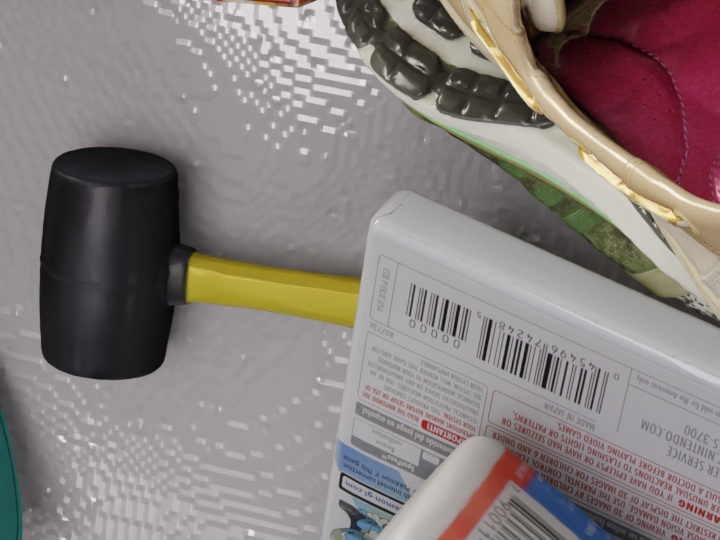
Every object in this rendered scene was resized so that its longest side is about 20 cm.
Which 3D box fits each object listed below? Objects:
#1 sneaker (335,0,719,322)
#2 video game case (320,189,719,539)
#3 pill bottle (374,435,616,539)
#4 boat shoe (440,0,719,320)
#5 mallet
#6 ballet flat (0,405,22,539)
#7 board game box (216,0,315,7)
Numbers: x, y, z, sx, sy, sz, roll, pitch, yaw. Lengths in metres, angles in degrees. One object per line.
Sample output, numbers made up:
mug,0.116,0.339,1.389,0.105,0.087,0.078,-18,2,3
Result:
sneaker,0.068,-0.032,0.786,0.077,0.089,0.200,-41,57,-11
video game case,0.082,0.089,0.802,0.199,0.022,0.183,24,132,17
pill bottle,0.071,0.146,0.757,0.200,0.112,0.112,41,113,2
boat shoe,0.064,-0.069,0.710,0.074,0.069,0.200,-38,56,0
mallet,0.000,0.000,0.846,0.199,0.041,0.066,2,107,16
ballet flat,-0.161,0.011,0.893,0.074,0.074,0.201,-17,90,23
board game box,-0.102,-0.157,0.836,0.199,0.046,0.152,6,105,19
